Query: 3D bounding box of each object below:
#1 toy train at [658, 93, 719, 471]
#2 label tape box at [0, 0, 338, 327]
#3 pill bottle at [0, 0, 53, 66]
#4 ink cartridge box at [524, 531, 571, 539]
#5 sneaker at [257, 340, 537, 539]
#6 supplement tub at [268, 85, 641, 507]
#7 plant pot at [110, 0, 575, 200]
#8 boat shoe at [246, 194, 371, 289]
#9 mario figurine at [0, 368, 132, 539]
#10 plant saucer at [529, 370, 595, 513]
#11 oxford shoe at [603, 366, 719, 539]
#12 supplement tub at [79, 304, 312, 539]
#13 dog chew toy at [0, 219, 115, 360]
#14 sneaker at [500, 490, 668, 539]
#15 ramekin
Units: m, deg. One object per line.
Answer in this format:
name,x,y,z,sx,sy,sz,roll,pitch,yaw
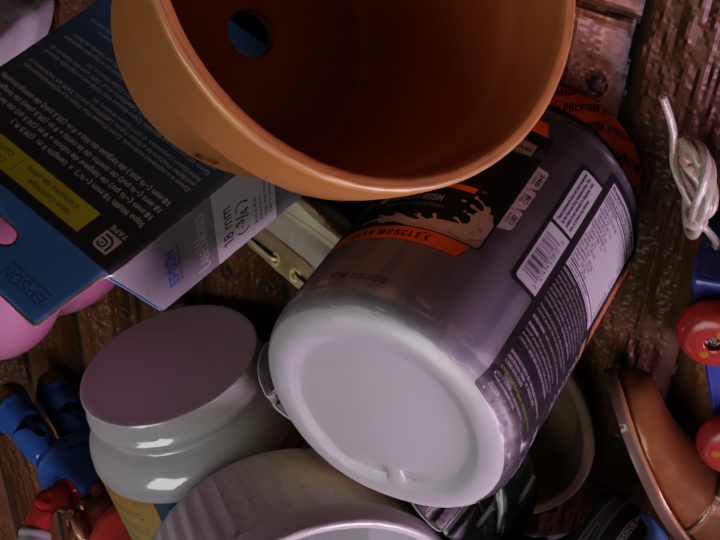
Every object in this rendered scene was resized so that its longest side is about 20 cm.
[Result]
toy train,0.209,0.005,0.587,0.116,0.085,0.200,-2,126,24
label tape box,-0.129,-0.055,0.658,0.144,0.200,0.063,37,152,22
pill bottle,-0.293,-0.181,0.754,0.200,0.111,0.111,35,139,4
ink cartridge box,0.073,0.240,0.848,0.200,0.067,0.116,-26,69,54
sneaker,0.022,0.094,0.774,0.200,0.078,0.090,38,170,-11
supplement tub,0.055,0.002,0.599,0.122,0.200,0.123,19,136,20
plant pot,-0.025,-0.121,0.568,0.200,0.200,0.140,50,155,-13
boat shoe,0.000,0.000,0.714,0.200,0.074,0.066,44,131,24
mario figurine,-0.224,0.180,0.996,0.200,0.123,0.106,49,168,28
plant saucer,0.055,0.074,0.796,0.200,0.029,0.200,20,135,20
oxford shoe,0.203,0.128,0.725,0.071,0.071,0.200,-31,105,16
supplement tub,-0.100,0.139,0.880,0.144,0.145,0.200,7,131,32
dog chew toy,-0.233,-0.001,0.807,0.124,0.200,0.125,20,135,21
sneaker,0.095,0.201,0.746,0.200,0.083,0.071,-41,140,19
ramekin,-0.042,0.206,0.790,0.105,0.200,0.200,51,162,55
